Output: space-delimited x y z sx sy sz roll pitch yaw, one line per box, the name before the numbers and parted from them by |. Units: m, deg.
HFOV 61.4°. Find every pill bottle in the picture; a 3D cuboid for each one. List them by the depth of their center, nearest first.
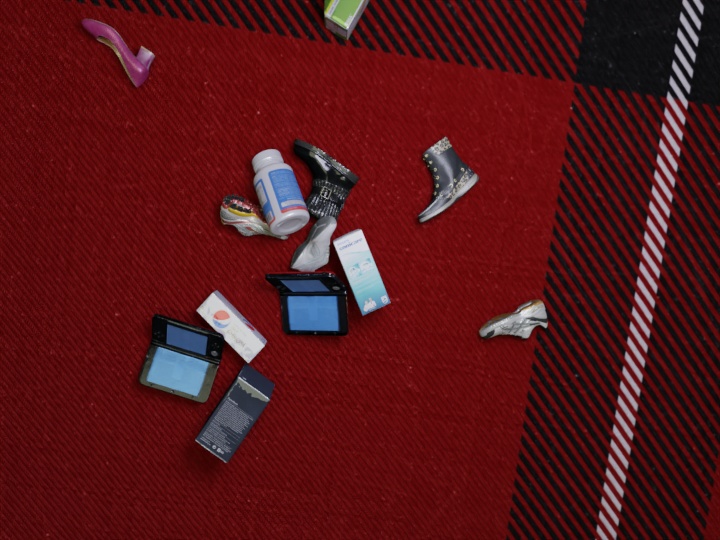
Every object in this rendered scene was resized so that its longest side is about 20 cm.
pill bottle | -0.212 -0.205 1.566 0.110 0.112 0.205 -21 74 0

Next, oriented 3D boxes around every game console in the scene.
game console | -0.138 0.087 1.577 0.194 0.173 0.122 -1 69 18
game console | -0.474 0.232 1.601 0.195 0.121 0.174 17 135 -4

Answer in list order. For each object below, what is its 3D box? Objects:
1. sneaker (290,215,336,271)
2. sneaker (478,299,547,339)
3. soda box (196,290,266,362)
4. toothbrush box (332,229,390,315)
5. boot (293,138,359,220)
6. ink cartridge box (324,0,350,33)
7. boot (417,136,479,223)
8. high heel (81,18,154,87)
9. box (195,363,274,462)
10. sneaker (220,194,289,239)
sneaker | -0.109 -0.065 1.599 0.079 0.072 0.201 27 130 -19
sneaker | 0.425 0.157 1.663 0.195 0.076 0.090 -23 95 0
soda box | -0.345 0.150 1.632 0.068 0.064 0.200 -44 95 1
toothbrush box | 0.000 0.000 1.596 0.083 0.146 0.204 -23 94 -1
boot | -0.120 -0.231 1.603 0.209 0.079 0.160 34 92 -5
ink cartridge box | -0.027 -0.684 1.510 0.075 0.200 0.150 30 93 -5
boot | 0.202 -0.241 1.623 0.202 0.073 0.155 -38 94 -6
high heel | -0.636 -0.560 1.559 0.197 0.067 0.098 28 82 -18
box | -0.328 0.373 1.609 0.106 0.148 0.202 34 93 -5
sneaker | -0.280 -0.131 1.616 0.196 0.079 0.083 23 129 -13
